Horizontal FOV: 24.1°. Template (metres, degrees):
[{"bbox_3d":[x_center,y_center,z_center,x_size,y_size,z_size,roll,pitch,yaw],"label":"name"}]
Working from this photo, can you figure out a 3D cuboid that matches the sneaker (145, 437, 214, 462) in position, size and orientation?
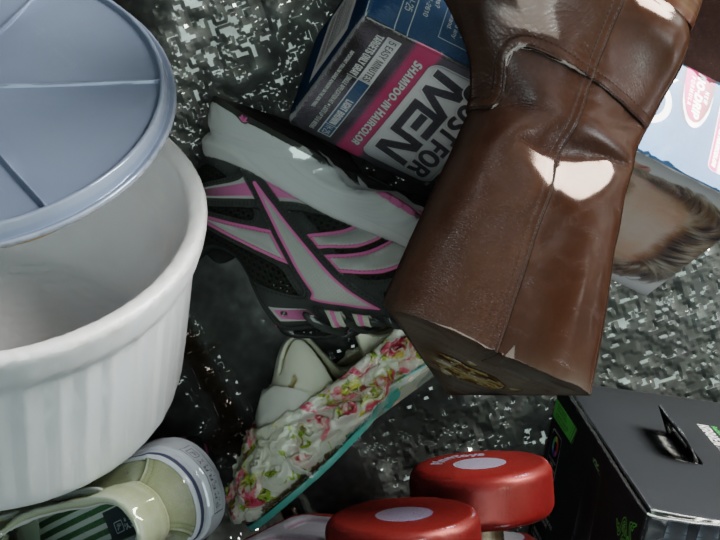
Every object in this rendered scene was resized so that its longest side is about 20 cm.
[{"bbox_3d":[-0.130,0.167,0.846,0.086,0.080,0.201,14,104,12],"label":"sneaker"}]

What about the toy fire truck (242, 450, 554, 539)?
[{"bbox_3d":[-0.007,0.150,0.754,0.167,0.200,0.113,-2,97,28],"label":"toy fire truck"}]

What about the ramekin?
[{"bbox_3d":[-0.167,0.011,0.732,0.199,0.201,0.098,1,128,-6],"label":"ramekin"}]

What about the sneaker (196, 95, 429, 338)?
[{"bbox_3d":[0.000,0.000,0.778,0.200,0.080,0.087,31,102,27],"label":"sneaker"}]

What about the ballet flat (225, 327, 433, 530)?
[{"bbox_3d":[0.001,0.042,0.827,0.200,0.076,0.064,-40,96,-4],"label":"ballet flat"}]

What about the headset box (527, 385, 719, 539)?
[{"bbox_3d":[0.140,0.166,0.816,0.092,0.174,0.201,9,105,-8],"label":"headset box"}]

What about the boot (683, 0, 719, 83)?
[{"bbox_3d":[0.119,-0.122,0.789,0.199,0.072,0.167,-19,115,11],"label":"boot"}]

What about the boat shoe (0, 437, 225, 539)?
[{"bbox_3d":[-0.148,0.130,0.760,0.200,0.062,0.072,-33,80,31],"label":"boat shoe"}]

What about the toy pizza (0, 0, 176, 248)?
[{"bbox_3d":[-0.178,-0.066,0.722,0.199,0.201,0.032,-2,133,-5],"label":"toy pizza"}]

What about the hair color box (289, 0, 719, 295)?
[{"bbox_3d":[0.078,-0.070,0.778,0.199,0.100,0.061,24,60,-12],"label":"hair color box"}]

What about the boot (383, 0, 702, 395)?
[{"bbox_3d":[0.037,-0.058,0.681,0.186,0.064,0.201,21,83,-10],"label":"boot"}]
